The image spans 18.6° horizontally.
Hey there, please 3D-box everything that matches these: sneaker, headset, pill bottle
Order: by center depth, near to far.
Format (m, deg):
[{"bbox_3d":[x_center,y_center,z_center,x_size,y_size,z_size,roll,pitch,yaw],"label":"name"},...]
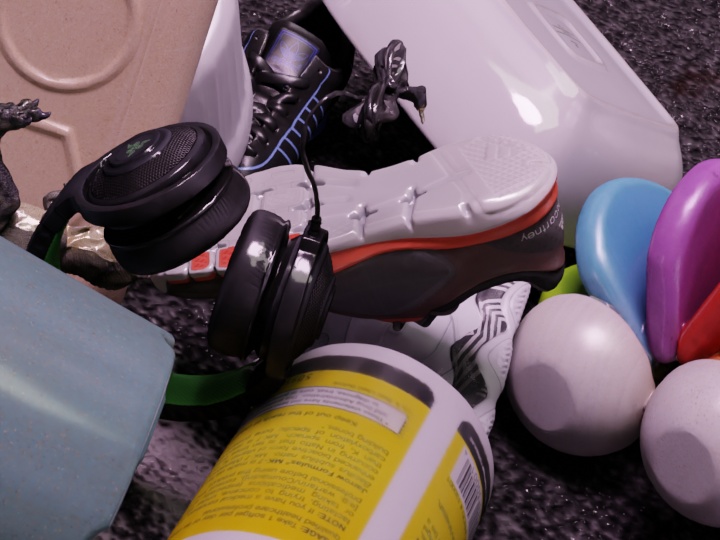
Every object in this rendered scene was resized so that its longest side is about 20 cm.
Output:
[{"bbox_3d":[-0.024,0.128,0.906,0.114,0.115,0.200,26,37,5],"label":"pill bottle"},{"bbox_3d":[-0.054,-0.019,0.923,0.123,0.200,0.094,41,35,-15],"label":"headset"},{"bbox_3d":[0.000,0.000,0.995,0.199,0.082,0.077,-7,36,21],"label":"sneaker"},{"bbox_3d":[0.016,0.028,1.079,0.114,0.075,0.200,23,40,-3],"label":"sneaker"},{"bbox_3d":[-0.058,-0.084,1.177,0.070,0.078,0.200,25,37,4],"label":"sneaker"}]

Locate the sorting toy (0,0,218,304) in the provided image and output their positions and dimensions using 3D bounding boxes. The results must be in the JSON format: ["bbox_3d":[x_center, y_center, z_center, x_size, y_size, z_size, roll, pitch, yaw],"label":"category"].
[{"bbox_3d":[-0.178,-0.088,0.987,0.199,0.186,0.036,17,9,-14],"label":"sorting toy"}]

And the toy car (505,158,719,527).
[{"bbox_3d":[0.179,0.021,1.090,0.200,0.151,0.175,26,35,34],"label":"toy car"}]

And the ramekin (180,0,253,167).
[{"bbox_3d":[-0.152,-0.112,1.094,0.199,0.098,0.201,2,57,-3],"label":"ramekin"}]

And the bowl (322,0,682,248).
[{"bbox_3d":[0.092,-0.105,1.216,0.200,0.075,0.200,13,37,-57],"label":"bowl"}]

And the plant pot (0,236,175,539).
[{"bbox_3d":[-0.189,0.053,0.865,0.195,0.201,0.201,25,37,-8],"label":"plant pot"}]

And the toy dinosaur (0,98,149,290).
[{"bbox_3d":[-0.177,-0.034,0.956,0.199,0.089,0.048,2,23,-7],"label":"toy dinosaur"}]
